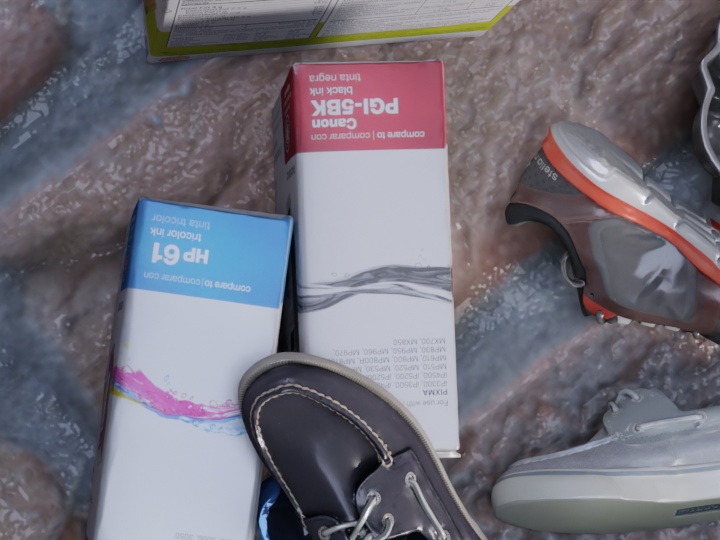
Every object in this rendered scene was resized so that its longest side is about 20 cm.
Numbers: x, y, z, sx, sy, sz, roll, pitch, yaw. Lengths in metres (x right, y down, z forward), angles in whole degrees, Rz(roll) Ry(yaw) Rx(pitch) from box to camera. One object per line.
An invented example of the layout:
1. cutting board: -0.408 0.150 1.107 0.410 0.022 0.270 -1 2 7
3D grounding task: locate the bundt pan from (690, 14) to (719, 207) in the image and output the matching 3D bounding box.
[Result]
1. bundt pan: 0.278 -0.087 1.181 0.200 0.076 0.204 1 84 -8

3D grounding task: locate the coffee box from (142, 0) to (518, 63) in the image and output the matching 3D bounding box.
1. coffee box: -0.019 -0.232 1.087 0.198 0.198 0.202 -5 86 -9

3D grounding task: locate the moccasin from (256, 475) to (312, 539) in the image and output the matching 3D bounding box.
1. moccasin: 0.013 0.187 1.084 0.068 0.081 0.201 -23 122 8

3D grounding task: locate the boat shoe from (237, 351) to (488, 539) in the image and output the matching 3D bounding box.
1. boat shoe: 0.013 0.123 0.998 0.072 0.063 0.200 -33 113 15

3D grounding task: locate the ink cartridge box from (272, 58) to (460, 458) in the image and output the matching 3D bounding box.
1. ink cartridge box: 0.000 0.000 1.097 0.082 0.147 0.202 -2 85 -7

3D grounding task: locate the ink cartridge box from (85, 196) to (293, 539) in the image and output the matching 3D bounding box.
1. ink cartridge box: -0.093 0.073 1.078 0.084 0.145 0.202 7 84 -8

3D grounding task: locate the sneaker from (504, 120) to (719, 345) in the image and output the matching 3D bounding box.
1. sneaker: 0.166 0.002 1.172 0.200 0.077 0.082 40 108 -3

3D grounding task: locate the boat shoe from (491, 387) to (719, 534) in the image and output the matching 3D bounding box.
1. boat shoe: 0.168 0.103 1.161 0.199 0.070 0.072 -5 66 -7
